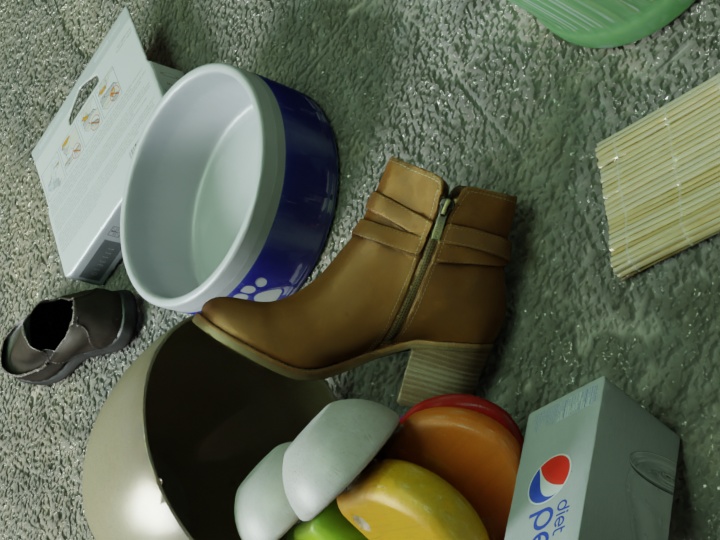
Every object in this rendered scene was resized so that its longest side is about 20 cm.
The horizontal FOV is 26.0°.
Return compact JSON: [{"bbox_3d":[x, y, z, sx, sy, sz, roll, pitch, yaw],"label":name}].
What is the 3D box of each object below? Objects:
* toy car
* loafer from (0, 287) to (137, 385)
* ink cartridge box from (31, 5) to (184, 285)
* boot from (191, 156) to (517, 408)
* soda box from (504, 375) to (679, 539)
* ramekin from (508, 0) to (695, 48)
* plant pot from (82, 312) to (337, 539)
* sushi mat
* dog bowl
[{"bbox_3d":[0.033,0.147,0.966,0.150,0.175,0.200,-48,2,-34],"label":"toy car"},{"bbox_3d":[-0.285,0.053,1.444,0.200,0.071,0.073,-25,59,44],"label":"loafer"},{"bbox_3d":[-0.230,-0.116,1.457,0.200,0.043,0.174,-50,44,28],"label":"ink cartridge box"},{"bbox_3d":[0.000,0.000,1.029,0.077,0.199,0.156,-29,-46,-84],"label":"boot"},{"bbox_3d":[0.121,0.158,0.847,0.063,0.068,0.200,-34,25,39],"label":"soda box"},{"bbox_3d":[0.144,-0.252,0.994,0.200,0.097,0.201,-21,62,46],"label":"ramekin"},{"bbox_3d":[-0.115,0.146,1.079,0.134,0.200,0.201,-29,56,34],"label":"plant pot"},{"bbox_3d":[0.219,-0.074,0.913,0.200,0.012,0.096,-30,55,42],"label":"sushi mat"},{"bbox_3d":[-0.109,-0.061,1.260,0.200,0.079,0.201,-21,62,46],"label":"dog bowl"}]
